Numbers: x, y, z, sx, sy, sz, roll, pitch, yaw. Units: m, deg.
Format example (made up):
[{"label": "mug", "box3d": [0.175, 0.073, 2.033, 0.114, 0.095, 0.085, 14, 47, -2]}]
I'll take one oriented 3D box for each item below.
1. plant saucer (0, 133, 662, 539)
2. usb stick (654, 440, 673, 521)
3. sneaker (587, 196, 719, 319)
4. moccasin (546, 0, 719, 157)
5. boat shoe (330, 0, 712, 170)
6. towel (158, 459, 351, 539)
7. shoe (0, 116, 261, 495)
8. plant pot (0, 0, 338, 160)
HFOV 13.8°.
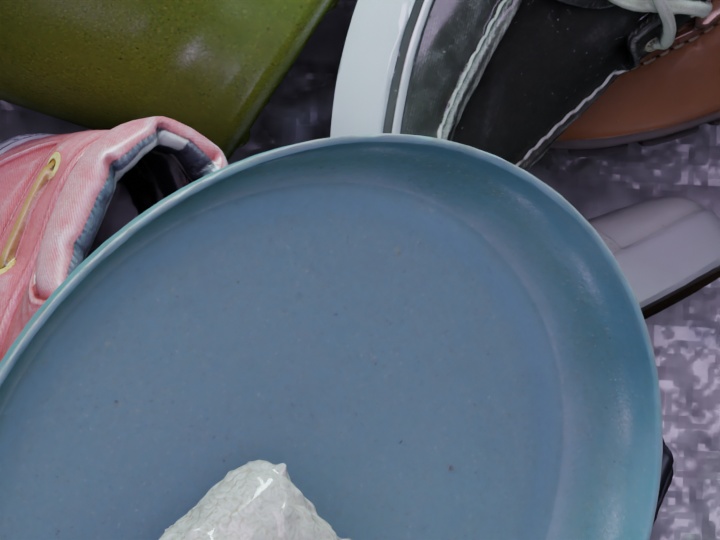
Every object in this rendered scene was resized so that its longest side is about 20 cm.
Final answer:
[{"label": "plant saucer", "box3d": [-0.016, 0.060, 0.710, 0.200, 0.027, 0.200, -13, 116, -29]}, {"label": "usb stick", "box3d": [0.029, 0.119, 0.787, 0.055, 0.033, 0.200, 26, 65, -3]}, {"label": "sneaker", "box3d": [0.000, 0.000, 0.811, 0.200, 0.073, 0.085, -17, 84, 0]}, {"label": "moccasin", "box3d": [0.116, -0.099, 0.813, 0.201, 0.074, 0.078, -27, 127, -2]}, {"label": "boat shoe", "box3d": [0.059, -0.089, 0.743, 0.064, 0.071, 0.200, 26, 88, 37]}, {"label": "towel", "box3d": [-0.012, 0.153, 0.696, 0.133, 0.034, 0.200, -43, 114, -13]}, {"label": "shoe", "box3d": [-0.078, 0.059, 0.733, 0.071, 0.091, 0.200, 14, 79, -27]}, {"label": "plant pot", "box3d": [-0.084, -0.127, 0.783, 0.193, 0.200, 0.200, 33, 83, -4]}]
